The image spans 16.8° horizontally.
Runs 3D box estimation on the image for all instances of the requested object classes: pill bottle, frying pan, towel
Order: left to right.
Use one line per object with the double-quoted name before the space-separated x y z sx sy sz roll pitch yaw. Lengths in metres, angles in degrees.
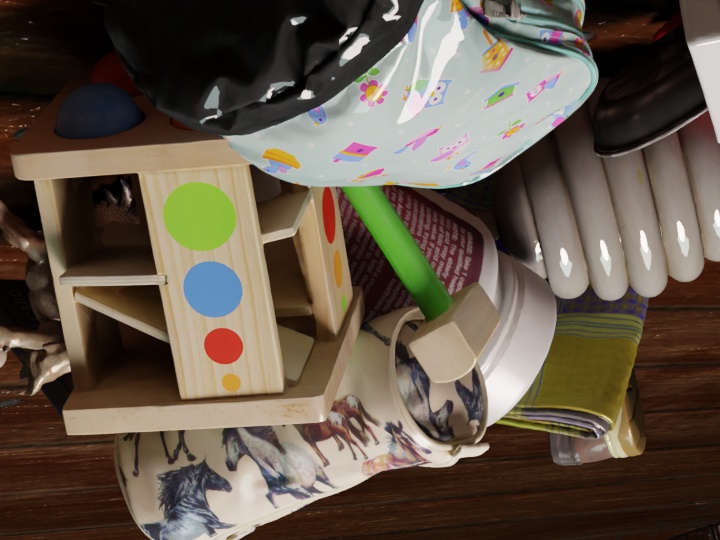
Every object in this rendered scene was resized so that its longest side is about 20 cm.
"pill bottle" 0.000 0.000 1.298 0.199 0.115 0.114 31 144 -26
"towel" 0.098 0.014 1.426 0.142 0.201 0.023 7 139 18
"frying pan" 0.191 -0.114 1.227 0.189 0.031 0.115 -29 -164 33

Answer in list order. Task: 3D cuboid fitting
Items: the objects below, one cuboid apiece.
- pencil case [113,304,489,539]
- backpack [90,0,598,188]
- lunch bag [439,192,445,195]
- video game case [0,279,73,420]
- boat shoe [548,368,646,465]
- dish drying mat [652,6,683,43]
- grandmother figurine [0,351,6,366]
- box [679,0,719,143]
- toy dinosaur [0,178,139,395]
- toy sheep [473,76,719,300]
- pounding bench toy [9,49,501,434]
"pencil case" -0.030 0.085 1.247 0.199 0.090 0.078 -22 177 31
"backpack" 0.009 -0.107 1.035 0.166 0.127 0.199 -26 165 31
"lunch bag" 0.036 0.036 1.594 0.135 0.133 0.200 -6 164 -30
"video game case" -0.104 0.046 1.399 0.199 0.143 0.019 1 117 -33
"boat shoe" 0.124 0.023 1.499 0.064 0.201 0.073 -16 151 10
"dish drying mat" 0.223 -0.161 1.252 0.076 0.018 0.200 -7 163 -22
"grandmother figurine" -0.251 0.024 1.340 0.120 0.061 0.200 17 173 8
"box" 0.248 -0.141 1.123 0.198 0.098 0.124 -10 160 12
"toy dinosaur" -0.130 0.009 1.322 0.135 0.086 0.200 -6 -152 -38
"toy sheep" 0.143 -0.048 1.373 0.198 0.139 0.138 -16 166 8
"pounding bench toy" -0.041 -0.026 1.131 0.198 0.157 0.124 -3 -158 12
